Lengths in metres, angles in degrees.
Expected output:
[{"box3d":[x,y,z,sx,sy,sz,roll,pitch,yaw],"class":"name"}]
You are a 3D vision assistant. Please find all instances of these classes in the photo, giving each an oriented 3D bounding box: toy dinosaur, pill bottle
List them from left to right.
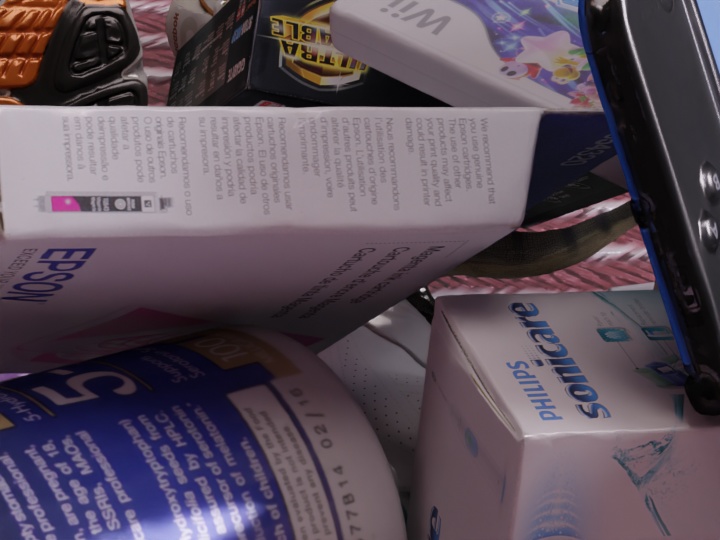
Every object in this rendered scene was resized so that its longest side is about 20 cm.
[{"box3d":[-0.097,0.091,0.752,0.200,0.120,0.120,-14,32,-38],"class":"pill bottle"},{"box3d":[0.000,0.000,1.009,0.199,0.088,0.047,9,27,1],"class":"toy dinosaur"}]

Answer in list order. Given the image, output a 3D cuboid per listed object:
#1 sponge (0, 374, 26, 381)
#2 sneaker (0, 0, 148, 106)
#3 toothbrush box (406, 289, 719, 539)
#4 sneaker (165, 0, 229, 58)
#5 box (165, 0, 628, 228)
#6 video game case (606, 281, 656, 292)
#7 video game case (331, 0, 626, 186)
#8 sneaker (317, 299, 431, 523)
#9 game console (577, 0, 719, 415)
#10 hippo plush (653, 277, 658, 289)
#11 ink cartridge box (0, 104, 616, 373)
[{"box3d":[-0.148,0.046,0.943,0.111,0.030,0.200,9,25,3],"class":"sponge"},{"box3d":[-0.118,-0.092,1.075,0.075,0.201,0.092,6,-11,-6],"class":"sneaker"},{"box3d":[0.116,0.086,0.785,0.199,0.147,0.085,0,26,-16],"class":"toothbrush box"},{"box3d":[-0.043,-0.092,1.227,0.084,0.073,0.200,1,14,-7],"class":"sneaker"},{"box3d":[0.018,-0.060,1.036,0.159,0.046,0.200,11,-7,-12],"class":"box"},{"box3d":[0.202,0.048,1.039,0.143,0.018,0.200,-7,28,-27],"class":"video game case"},{"box3d":[0.109,-0.101,0.915,0.143,0.018,0.200,28,50,34],"class":"video game case"},{"box3d":[0.021,0.068,0.912,0.088,0.075,0.200,-34,43,-31],"class":"sneaker"},{"box3d":[0.165,-0.034,0.752,0.118,0.171,0.200,-12,14,30],"class":"game console"},{"box3d":[0.201,0.036,0.928,0.200,0.159,0.161,40,16,-49],"class":"hippo plush"},{"box3d":[-0.033,-0.004,0.815,0.199,0.043,0.196,0,-13,-19],"class":"ink cartridge box"}]
